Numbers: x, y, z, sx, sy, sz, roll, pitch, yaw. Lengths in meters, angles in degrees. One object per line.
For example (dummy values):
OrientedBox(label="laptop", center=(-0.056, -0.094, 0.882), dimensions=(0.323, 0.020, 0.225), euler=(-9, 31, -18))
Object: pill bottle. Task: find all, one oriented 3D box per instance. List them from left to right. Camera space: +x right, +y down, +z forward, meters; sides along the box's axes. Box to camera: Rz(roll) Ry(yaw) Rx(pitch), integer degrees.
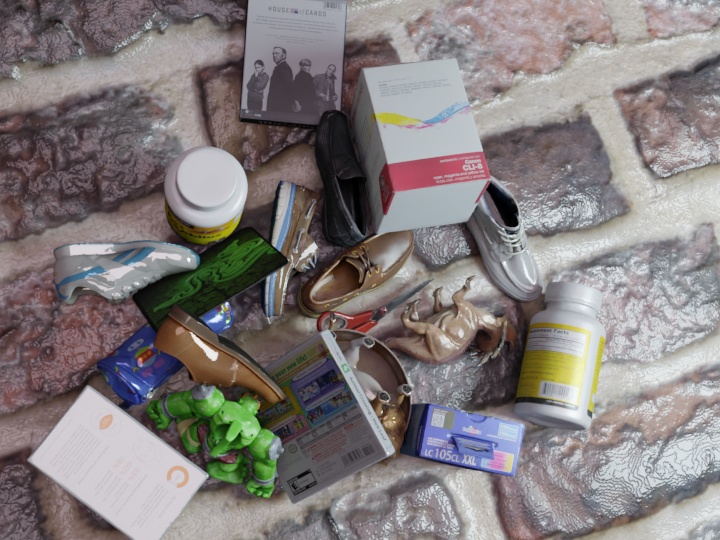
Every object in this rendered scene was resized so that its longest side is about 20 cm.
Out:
OrientedBox(label="pill bottle", center=(-0.210, -0.102, 1.443), dimensions=(0.109, 0.200, 0.109), euler=(2, 80, -9))
OrientedBox(label="pill bottle", center=(0.292, 0.122, 1.538), dimensions=(0.111, 0.111, 0.200), euler=(16, 75, -7))

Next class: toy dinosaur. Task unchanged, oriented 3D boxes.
OrientedBox(label="toy dinosaur", center=(0.132, 0.095, 1.535), dimensions=(0.200, 0.086, 0.136), euler=(-27, 93, -7))

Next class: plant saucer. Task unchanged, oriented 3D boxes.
OrientedBox(label="plant saucer", center=(-0.027, 0.181, 1.491), dimensions=(0.200, 0.034, 0.200), euler=(0, 88, 7))

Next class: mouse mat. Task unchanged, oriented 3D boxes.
OrientedBox(label="mouse mat", center=(-0.209, 0.012, 1.459), dimensions=(0.200, 0.161, 0.008), euler=(-31, 121, -14))

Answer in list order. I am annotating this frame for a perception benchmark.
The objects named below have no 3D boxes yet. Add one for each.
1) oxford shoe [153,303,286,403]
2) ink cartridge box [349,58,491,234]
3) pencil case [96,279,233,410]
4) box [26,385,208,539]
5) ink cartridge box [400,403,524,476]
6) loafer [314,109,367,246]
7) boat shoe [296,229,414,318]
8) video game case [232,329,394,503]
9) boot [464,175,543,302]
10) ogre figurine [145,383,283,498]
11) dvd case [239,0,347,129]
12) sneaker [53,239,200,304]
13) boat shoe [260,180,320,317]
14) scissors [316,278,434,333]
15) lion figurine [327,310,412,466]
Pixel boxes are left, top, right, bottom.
OrientedBox(label="oxford shoe", center=(-0.183, 0.124, 1.382), dimensions=(0.200, 0.071, 0.071), euler=(37, 86, -25))
OrientedBox(label="ink cartridge box", center=(0.079, -0.177, 1.515), dimensions=(0.145, 0.145, 0.200), euler=(-9, 70, -12))
OrientedBox(label="pencil case", center=(-0.259, 0.100, 1.445), dimensions=(0.087, 0.078, 0.200), euler=(39, 63, 18))
OrientedBox(label="box", center=(-0.319, 0.262, 1.418), dimensions=(0.200, 0.097, 0.124), euler=(38, 77, -2))
OrientedBox(label="ink cartridge box", center=(0.134, 0.229, 1.450), dimensions=(0.136, 0.200, 0.076), euler=(13, 79, -7))
OrientedBox(label="loafer", center=(-0.021, -0.135, 1.533), dimensions=(0.068, 0.070, 0.201), euler=(2, 81, -48))
OrientedBox(label="boat shoe", center=(-0.001, 0.000, 1.531), dimensions=(0.200, 0.068, 0.072), euler=(-34, 88, -13))
OrientedBox(label="video game case", center=(-0.067, 0.199, 1.429), dimensions=(0.022, 0.200, 0.182), euler=(-21, 79, -51))
OrientedBox(label="boot", center=(0.212, -0.046, 1.561), dimensions=(0.074, 0.096, 0.200), euler=(-33, 88, -13))
OrientedBox(label="ogre figurine", center=(-0.181, 0.222, 1.430), dimensions=(0.098, 0.120, 0.200), euler=(-30, 81, -45))
OrientedBox(label="dvd case", center=(-0.099, -0.313, 1.587), dimensions=(0.150, 0.025, 0.200), euler=(4, 80, -9))
OrientedBox(label="sneaker", center=(-0.321, 0.003, 1.474), dimensions=(0.200, 0.077, 0.081), euler=(-4, 80, -1))
OrientedBox(label="boat shoe", center=(-0.096, -0.028, 1.517), dimensions=(0.072, 0.072, 0.200), euler=(10, 79, -9))
OrientedBox(label="scissors", center=(0.024, 0.070, 1.546), dimensions=(0.200, 0.014, 0.073), euler=(-19, 109, -20))
OrientedBox(label="lion figurine", center=(-0.001, 0.161, 1.437), dimensions=(0.072, 0.123, 0.200), euler=(-21, 65, -31))
